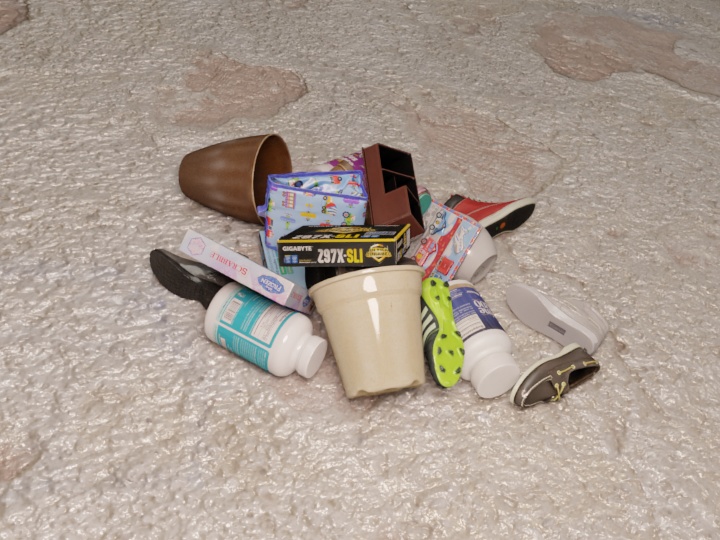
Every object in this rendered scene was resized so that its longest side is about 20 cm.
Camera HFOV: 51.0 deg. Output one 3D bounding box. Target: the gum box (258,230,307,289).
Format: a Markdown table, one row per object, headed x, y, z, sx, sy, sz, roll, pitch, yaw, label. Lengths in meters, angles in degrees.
| x | y | z | sx | sy | sz | roll | pitch | yaw | label |
| --- | --- | --- | --- | --- | --- | --- | --- | --- | --- |
| -0.089 | -0.014 | 1.474 | 0.197 | 0.045 | 0.171 | -5 | 43 | -15 | gum box |

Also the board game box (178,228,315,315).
| x | y | z | sx | sy | sz | roll | pitch | yaw | label |
| --- | --- | --- | --- | --- | --- | --- | --- | --- | --- |
| -0.181 | 0.007 | 1.270 | 0.198 | 0.200 | 0.041 | 27 | 87 | 12 | board game box |

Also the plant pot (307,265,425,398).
| x | y | z | sx | sy | sz | roll | pitch | yaw | label |
| --- | --- | --- | --- | --- | --- | --- | --- | --- | --- |
| 0.025 | 0.107 | 1.231 | 0.198 | 0.200 | 0.186 | -6 | 77 | -17 | plant pot |

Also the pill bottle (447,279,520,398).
| x | y | z | sx | sy | sz | roll | pitch | yaw | label |
| --- | --- | --- | --- | --- | --- | --- | --- | --- | --- |
| 0.196 | 0.120 | 1.321 | 0.110 | 0.112 | 0.201 | -9 | 44 | -20 | pill bottle |

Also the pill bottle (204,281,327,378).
| x | y | z | sx | sy | sz | roll | pitch | yaw | label |
| --- | --- | --- | --- | --- | --- | --- | --- | --- | --- |
| -0.157 | 0.107 | 1.274 | 0.198 | 0.112 | 0.111 | 26 | 43 | 18 | pill bottle |

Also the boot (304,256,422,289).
| x | y | z | sx | sy | sz | roll | pitch | yaw | label |
| --- | --- | --- | --- | --- | --- | --- | --- | --- | --- |
| 0.000 | 0.000 | 1.356 | 0.172 | 0.070 | 0.199 | -5 | 9 | -26 | boot |

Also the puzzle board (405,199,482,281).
| x | y | z | sx | sy | sz | roll | pitch | yaw | label |
| --- | --- | --- | --- | --- | --- | --- | --- | --- | --- |
| 0.121 | -0.033 | 1.452 | 0.150 | 0.017 | 0.201 | 31 | 90 | 24 | puzzle board |

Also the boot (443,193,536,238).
| x | y | z | sx | sy | sz | roll | pitch | yaw | label |
| --- | --- | --- | --- | --- | --- | --- | --- | --- | --- |
| 0.279 | -0.142 | 1.670 | 0.198 | 0.073 | 0.144 | -23 | 48 | -27 | boot |

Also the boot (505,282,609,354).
| x | y | z | sx | sy | sz | roll | pitch | yaw | label |
| --- | --- | --- | --- | --- | --- | --- | --- | --- | --- |
| 0.378 | 0.079 | 1.444 | 0.199 | 0.074 | 0.095 | 39 | 42 | 18 | boot |

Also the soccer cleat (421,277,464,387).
| x | y | z | sx | sy | sz | roll | pitch | yaw | label |
| --- | --- | --- | --- | --- | --- | --- | --- | --- | --- |
| 0.128 | 0.109 | 1.277 | 0.067 | 0.081 | 0.202 | 10 | 57 | -24 | soccer cleat |

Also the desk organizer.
| x | y | z | sx | sy | sz | roll | pitch | yaw | label |
| --- | --- | --- | --- | --- | --- | --- | --- | --- | --- |
| 0.060 | -0.150 | 1.404 | 0.076 | 0.072 | 0.202 | -21 | 53 | 20 | desk organizer |

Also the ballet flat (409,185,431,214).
| x | y | z | sx | sy | sz | roll | pitch | yaw | label |
| --- | --- | --- | --- | --- | --- | --- | --- | --- | --- |
| 0.062 | -0.078 | 1.450 | 0.071 | 0.069 | 0.201 | 30 | 86 | 43 | ballet flat |

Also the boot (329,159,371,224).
| x | y | z | sx | sy | sz | roll | pitch | yaw | label |
| --- | --- | --- | --- | --- | --- | --- | --- | --- | --- |
| -0.007 | -0.122 | 1.548 | 0.075 | 0.074 | 0.201 | -39 | 102 | -16 | boot |

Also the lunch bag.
| x | y | z | sx | sy | sz | roll | pitch | yaw | label |
| --- | --- | --- | --- | --- | --- | --- | --- | --- | --- |
| -0.096 | -0.104 | 1.425 | 0.197 | 0.152 | 0.095 | 1 | 40 | -11 | lunch bag |

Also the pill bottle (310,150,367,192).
| x | y | z | sx | sy | sz | roll | pitch | yaw | label |
| --- | --- | --- | --- | --- | --- | --- | --- | --- | --- |
| -0.007 | -0.201 | 1.651 | 0.199 | 0.113 | 0.112 | -24 | 50 | -32 | pill bottle |

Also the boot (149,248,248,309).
| x | y | z | sx | sy | sz | roll | pitch | yaw | label |
| --- | --- | --- | --- | --- | --- | --- | --- | --- | --- |
| -0.285 | 0.001 | 1.416 | 0.199 | 0.070 | 0.132 | 32 | 41 | 10 | boot |

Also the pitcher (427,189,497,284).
| x | y | z | sx | sy | sz | roll | pitch | yaw | label |
| --- | --- | --- | --- | --- | --- | --- | --- | --- | --- |
| 0.188 | -0.065 | 1.536 | 0.200 | 0.122 | 0.171 | 45 | 13 | 23 | pitcher |

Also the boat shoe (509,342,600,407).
| x | y | z | sx | sy | sz | roll | pitch | yaw | label |
| --- | --- | --- | --- | --- | --- | --- | --- | --- | --- |
| 0.338 | 0.187 | 1.301 | 0.200 | 0.072 | 0.060 | -24 | 46 | -35 | boat shoe |

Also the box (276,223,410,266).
| x | y | z | sx | sy | sz | roll | pitch | yaw | label |
| --- | --- | --- | --- | --- | --- | --- | --- | --- | --- |
| -0.024 | -0.044 | 1.265 | 0.197 | 0.050 | 0.160 | 0 | 13 | 12 | box |

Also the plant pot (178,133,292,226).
| x | y | z | sx | sy | sz | roll | pitch | yaw | label |
| --- | --- | --- | --- | --- | --- | --- | --- | --- | --- |
| -0.268 | -0.190 | 1.563 | 0.198 | 0.189 | 0.188 | 5 | 38 | 19 | plant pot |
